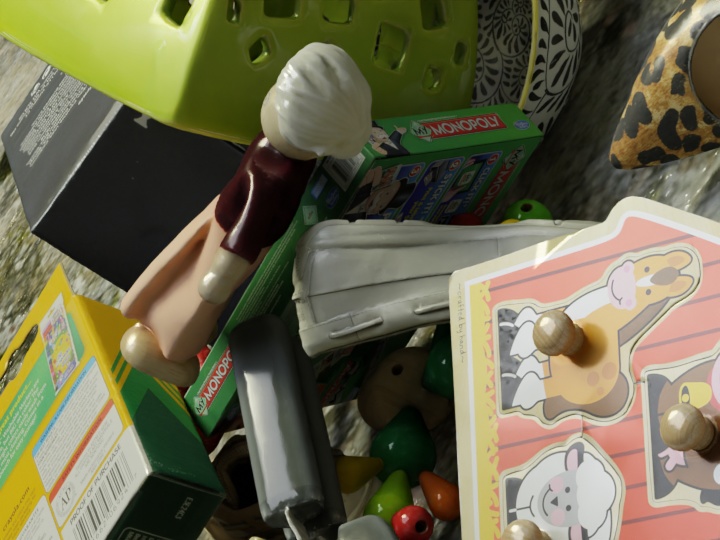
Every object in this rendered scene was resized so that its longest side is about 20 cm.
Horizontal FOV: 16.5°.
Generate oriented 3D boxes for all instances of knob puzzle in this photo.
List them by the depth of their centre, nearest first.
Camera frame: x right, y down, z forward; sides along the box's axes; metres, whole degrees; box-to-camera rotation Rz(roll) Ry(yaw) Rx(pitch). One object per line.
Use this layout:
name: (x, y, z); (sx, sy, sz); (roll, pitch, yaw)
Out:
knob puzzle: (0.117, 0.060, 1.049); (0.219, 0.030, 0.220); (-14, 67, 37)

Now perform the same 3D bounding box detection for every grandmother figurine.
grandmother figurine: (-0.055, -0.028, 1.202); (0.200, 0.060, 0.121); (-56, 16, 36)

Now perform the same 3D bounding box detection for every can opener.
can opener: (-0.018, 0.108, 1.204); (0.066, 0.053, 0.200); (-25, 54, 9)

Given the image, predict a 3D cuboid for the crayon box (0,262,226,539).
crayon box: (-0.148, 0.103, 1.332); (0.126, 0.051, 0.200); (-57, 34, 19)

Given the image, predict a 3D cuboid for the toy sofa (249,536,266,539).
toy sofa: (-0.077, 0.198, 1.292); (0.200, 0.083, 0.098); (-14, 55, 59)

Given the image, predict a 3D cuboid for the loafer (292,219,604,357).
loafer: (0.067, 0.012, 1.177); (0.070, 0.199, 0.070); (17, -107, -78)

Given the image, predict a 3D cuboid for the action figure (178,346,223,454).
action figure: (-0.080, 0.035, 1.416); (0.200, 0.099, 0.065); (-44, -24, -35)

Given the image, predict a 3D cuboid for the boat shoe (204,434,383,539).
boat shoe: (-0.052, 0.115, 1.381); (0.200, 0.064, 0.071); (-10, 50, 62)

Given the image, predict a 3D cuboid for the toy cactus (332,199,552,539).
toy cactus: (0.033, 0.055, 1.276); (0.165, 0.102, 0.201); (148, 139, -65)

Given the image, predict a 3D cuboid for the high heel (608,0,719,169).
high heel: (0.196, -0.096, 1.145); (0.200, 0.071, 0.143); (-40, 19, 15)

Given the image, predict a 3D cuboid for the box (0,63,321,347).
box: (-0.107, -0.050, 1.551); (0.118, 0.196, 0.200); (-53, 22, 8)

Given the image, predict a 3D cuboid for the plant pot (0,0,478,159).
plant pot: (-0.050, -0.172, 1.326); (0.199, 0.200, 0.182); (28, 104, 47)

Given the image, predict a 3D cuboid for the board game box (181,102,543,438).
board game box: (0.000, 0.000, 1.309); (0.029, 0.134, 0.200); (49, 126, 25)

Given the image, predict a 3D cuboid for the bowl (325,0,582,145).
bowl: (0.062, -0.131, 1.408); (0.200, 0.094, 0.201); (-1, 88, 50)
